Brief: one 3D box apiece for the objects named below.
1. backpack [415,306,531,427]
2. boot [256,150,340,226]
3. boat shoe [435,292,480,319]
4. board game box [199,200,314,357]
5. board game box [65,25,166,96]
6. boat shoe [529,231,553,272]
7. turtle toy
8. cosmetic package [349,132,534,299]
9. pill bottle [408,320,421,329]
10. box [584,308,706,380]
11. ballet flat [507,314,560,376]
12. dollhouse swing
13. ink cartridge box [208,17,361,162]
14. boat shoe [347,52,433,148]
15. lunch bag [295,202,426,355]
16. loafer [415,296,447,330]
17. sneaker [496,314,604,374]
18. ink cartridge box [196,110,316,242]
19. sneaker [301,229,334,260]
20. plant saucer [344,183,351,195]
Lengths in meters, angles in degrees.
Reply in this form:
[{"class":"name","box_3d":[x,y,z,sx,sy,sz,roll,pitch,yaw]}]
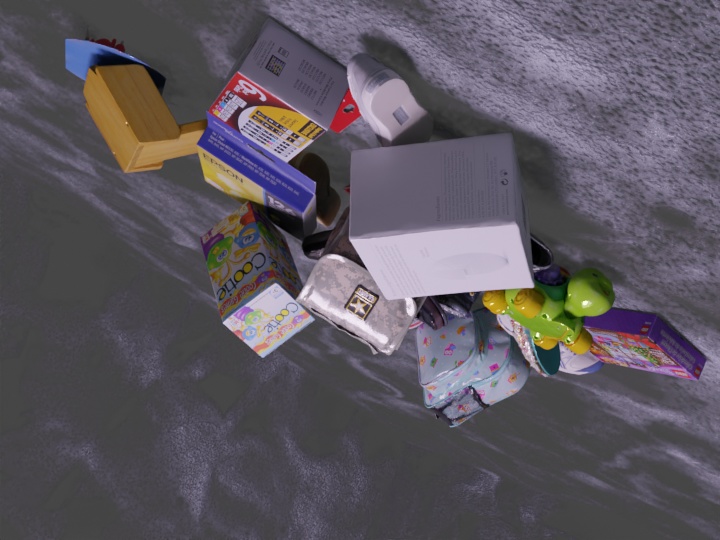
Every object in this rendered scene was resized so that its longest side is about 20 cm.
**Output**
[{"class":"backpack","box_3d":[0.198,0.154,1.927,0.198,0.178,0.154,-22,133,20]},{"class":"boot","box_3d":[-0.121,-0.151,1.731,0.154,0.074,0.200,25,169,19]},{"class":"boat shoe","box_3d":[0.108,-0.005,1.745,0.198,0.092,0.071,30,167,-5]},{"class":"board game box","box_3d":[-0.159,0.011,1.638,0.103,0.104,0.201,46,-167,-41]},{"class":"board game box","box_3d":[-0.373,-0.322,1.672,0.156,0.040,0.200,19,167,-11]},{"class":"boat shoe","box_3d":[0.175,-0.052,1.471,0.198,0.074,0.068,33,170,-18]},{"class":"turtle toy","box_3d":[0.280,0.043,1.550,0.145,0.102,0.199,35,165,-26]},{"class":"cosmetic package","box_3d":[0.103,-0.061,1.331,0.196,0.125,0.200,-6,157,12]},{"class":"pill bottle","box_3d":[0.063,0.023,1.894,0.111,0.114,0.200,23,165,20]},{"class":"box","box_3d":[0.409,0.107,1.657,0.136,0.040,0.199,36,165,-30]},{"class":"ballet flat","box_3d":[0.260,0.076,1.698,0.063,0.075,0.202,11,131,49]},{"class":"dollhouse swing","box_3d":[-0.308,-0.255,1.695,0.183,0.174,0.200,60,161,-2]},{"class":"ink cartridge box","box_3d":[-0.087,-0.213,1.391,0.174,0.085,0.200,31,166,-12]},{"class":"boat shoe","box_3d":[0.030,-0.192,1.285,0.069,0.072,0.200,52,-173,24]},{"class":"lunch bag","box_3d":[0.020,0.002,1.562,0.162,0.202,0.118,30,167,-5]},{"class":"loafer","box_3d":[0.060,0.032,1.735,0.200,0.063,0.072,48,163,31]},{"class":"sneaker","box_3d":[0.315,0.106,1.772,0.198,0.076,0.088,28,166,0]},{"class":"ink cartridge box","box_3d":[-0.155,-0.135,1.633,0.196,0.047,0.200,34,167,8]},{"class":"sneaker","box_3d":[0.000,0.000,1.668,0.196,0.116,0.076,7,165,6]},{"class":"plant saucer","box_3d":[0.097,-0.088,1.585,0.198,0.037,0.199,34,167,-21]}]
